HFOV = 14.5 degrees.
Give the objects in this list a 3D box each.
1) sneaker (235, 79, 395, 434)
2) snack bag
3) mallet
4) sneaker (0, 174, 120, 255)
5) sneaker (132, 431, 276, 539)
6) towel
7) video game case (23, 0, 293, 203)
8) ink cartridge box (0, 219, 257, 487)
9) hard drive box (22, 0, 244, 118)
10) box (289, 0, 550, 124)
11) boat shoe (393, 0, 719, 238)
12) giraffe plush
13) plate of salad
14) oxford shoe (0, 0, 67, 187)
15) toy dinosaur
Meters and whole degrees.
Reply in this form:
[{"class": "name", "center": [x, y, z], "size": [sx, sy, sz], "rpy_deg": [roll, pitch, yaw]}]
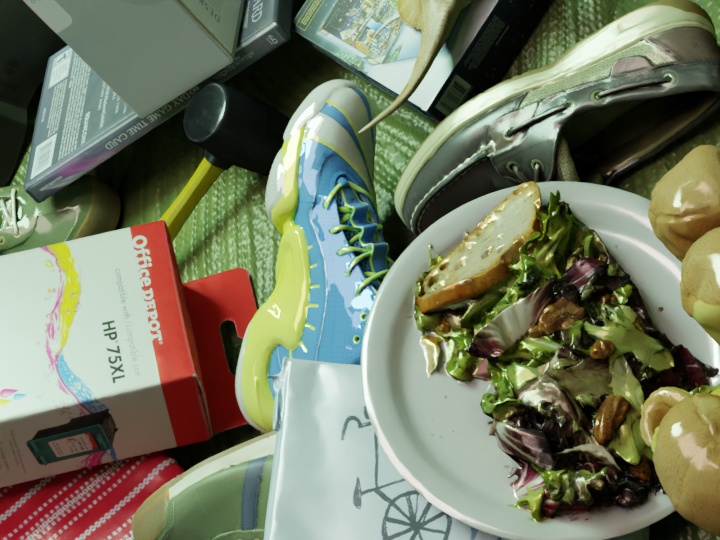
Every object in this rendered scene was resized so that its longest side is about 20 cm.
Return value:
[{"class": "sneaker", "center": [0.000, 0.000, 1.539], "size": [0.105, 0.076, 0.201], "rpy_deg": [13, 94, 36]}, {"class": "snack bag", "center": [0.044, 0.138, 1.399], "size": [0.199, 0.021, 0.190], "rpy_deg": [3, 67, 7]}, {"class": "mallet", "center": [-0.108, -0.021, 1.680], "size": [0.200, 0.066, 0.041], "rpy_deg": [-58, 41, 21]}, {"class": "sneaker", "center": [-0.251, -0.014, 1.754], "size": [0.200, 0.090, 0.067], "rpy_deg": [-26, 51, 28]}, {"class": "sneaker", "center": [-0.027, 0.134, 1.475], "size": [0.199, 0.067, 0.090], "rpy_deg": [-26, 57, 17]}, {"class": "towel", "center": [-0.176, 0.131, 1.586], "size": [0.144, 0.023, 0.200], "rpy_deg": [-37, 60, -16]}, {"class": "video game case", "center": [-0.121, -0.136, 1.728], "size": [0.199, 0.019, 0.143], "rpy_deg": [-30, 32, 23]}, {"class": "ink cartridge box", "center": [-0.154, 0.045, 1.590], "size": [0.199, 0.067, 0.117], "rpy_deg": [-13, 53, -3]}, {"class": "hard drive box", "center": [-0.140, -0.217, 1.679], "size": [0.077, 0.156, 0.201], "rpy_deg": [-29, 31, 26]}, {"class": "box", "center": [0.062, -0.191, 1.618], "size": [0.136, 0.038, 0.200], "rpy_deg": [35, 92, 45]}, {"class": "boat shoe", "center": [0.105, -0.066, 1.489], "size": [0.200, 0.072, 0.066], "rpy_deg": [-33, 44, 17]}, {"class": "giraffe plush", "center": [0.195, 0.058, 1.291], "size": [0.162, 0.199, 0.173], "rpy_deg": [-55, 36, 28]}, {"class": "plate of salad", "center": [0.098, 0.039, 1.400], "size": [0.199, 0.048, 0.201], "rpy_deg": [-2, 62, 4]}, {"class": "oxford shoe", "center": [-0.236, -0.147, 1.832], "size": [0.071, 0.071, 0.201], "rpy_deg": [20, 82, 50]}, {"class": "toy dinosaur", "center": [0.051, -0.162, 1.559], "size": [0.101, 0.058, 0.201], "rpy_deg": [-34, 40, 41]}]
